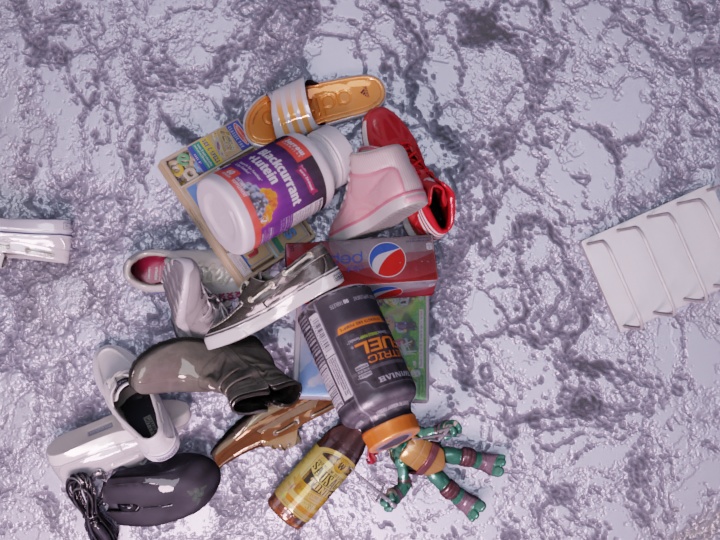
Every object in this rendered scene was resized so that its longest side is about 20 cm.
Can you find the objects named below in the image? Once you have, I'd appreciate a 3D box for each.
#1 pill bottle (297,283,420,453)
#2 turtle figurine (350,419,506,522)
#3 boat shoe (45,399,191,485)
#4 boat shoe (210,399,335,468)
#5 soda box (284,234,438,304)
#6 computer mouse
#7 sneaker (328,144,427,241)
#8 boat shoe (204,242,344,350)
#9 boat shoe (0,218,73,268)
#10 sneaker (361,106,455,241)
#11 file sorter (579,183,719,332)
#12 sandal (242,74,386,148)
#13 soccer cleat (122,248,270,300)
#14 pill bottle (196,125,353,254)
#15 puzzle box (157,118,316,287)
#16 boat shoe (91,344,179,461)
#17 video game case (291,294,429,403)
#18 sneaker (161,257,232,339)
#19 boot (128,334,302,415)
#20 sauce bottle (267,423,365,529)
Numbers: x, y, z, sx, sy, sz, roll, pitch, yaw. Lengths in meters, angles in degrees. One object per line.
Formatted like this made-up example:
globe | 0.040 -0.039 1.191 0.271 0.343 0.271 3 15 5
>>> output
pill bottle | 0.004 0.127 1.363 0.106 0.106 0.201 -25 72 -1
turtle figurine | 0.089 0.251 1.437 0.199 0.101 0.150 27 107 -21
boat shoe | -0.321 0.237 1.462 0.199 0.072 0.069 -22 117 -12
boat shoe | -0.109 0.208 1.457 0.200 0.076 0.074 -36 93 -1
soda box | 0.000 0.000 1.437 0.199 0.063 0.070 -4 70 -4
computer mouse | -0.282 0.310 1.445 0.199 0.053 0.139 -18 117 -6
sneaker | 0.011 -0.104 1.419 0.075 0.200 0.105 -17 83 -33
boat shoe | -0.118 0.033 1.365 0.199 0.071 0.064 -30 91 9
boat shoe | -0.493 -0.036 1.461 0.199 0.074 0.067 -1 86 -1
sneaker | 0.076 -0.136 1.439 0.078 0.115 0.201 -30 94 -18
file sorter | 0.423 -0.018 1.440 0.199 0.125 0.139 -24 89 -1
sandal | -0.064 -0.231 1.471 0.206 0.059 0.080 -19 82 -4
soccer cleat | -0.223 0.005 1.455 0.199 0.086 0.070 0 88 0
pill bottle | -0.105 -0.113 1.416 0.200 0.111 0.112 -32 89 -28
puzzle box | -0.166 -0.093 1.462 0.133 0.025 0.200 -34 89 -28
boat shoe | -0.301 0.161 1.421 0.073 0.065 0.200 -36 57 -14
video game case | 0.002 0.077 1.451 0.181 0.022 0.201 2 69 -2
sneaker | -0.211 0.043 1.418 0.082 0.200 0.075 -16 59 -14
boot | -0.183 0.139 1.372 0.199 0.131 0.068 -8 119 -29
sauce bottle | -0.041 0.257 1.460 0.066 0.066 0.200 39 90 1
